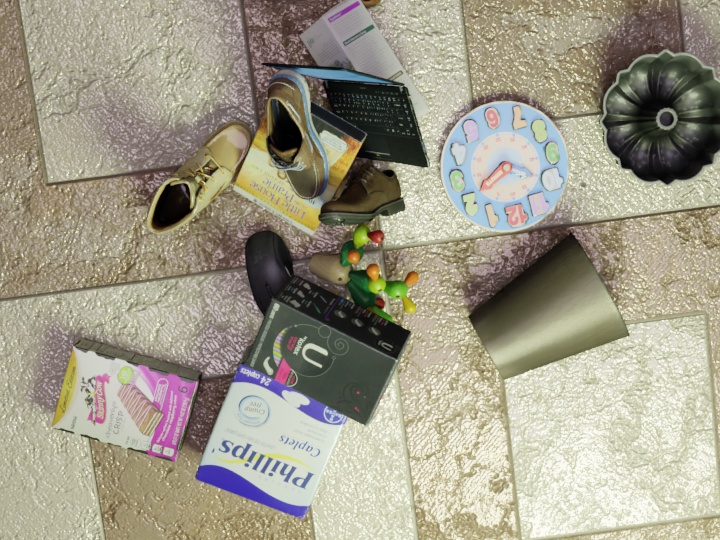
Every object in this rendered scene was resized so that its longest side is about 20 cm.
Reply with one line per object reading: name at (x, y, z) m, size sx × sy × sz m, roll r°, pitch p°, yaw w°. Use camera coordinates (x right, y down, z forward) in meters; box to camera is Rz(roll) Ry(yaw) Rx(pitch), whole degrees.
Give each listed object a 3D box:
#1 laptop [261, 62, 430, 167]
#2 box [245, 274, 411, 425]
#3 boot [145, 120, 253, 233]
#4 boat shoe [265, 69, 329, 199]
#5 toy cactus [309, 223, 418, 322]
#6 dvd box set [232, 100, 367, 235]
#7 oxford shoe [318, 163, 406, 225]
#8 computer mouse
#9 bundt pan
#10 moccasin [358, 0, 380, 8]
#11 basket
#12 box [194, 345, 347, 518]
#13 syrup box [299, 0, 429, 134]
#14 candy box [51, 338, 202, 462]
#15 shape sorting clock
laptop at (-0.019, -0.220, 1.544) m, size 0.103 × 0.177 × 0.201 m, roll -38°, pitch 124°, yaw -30°
box at (-0.046, 0.114, 1.591) m, size 0.199 × 0.106 × 0.123 m, roll 25°, pitch 114°, yaw 4°
boot at (-0.235, -0.137, 1.602) m, size 0.200 × 0.155 × 0.073 m, roll -45°, pitch 97°, yaw 4°
boat shoe at (-0.098, -0.175, 1.525) m, size 0.072 × 0.072 × 0.201 m, roll 2°, pitch 128°, yaw 23°
toy cactus at (0.000, 0.000, 1.649) m, size 0.164 × 0.200 × 0.102 m, roll 16°, pitch 58°, yaw 31°
dvd box set at (-0.093, -0.159, 1.608) m, size 0.146 × 0.029 × 0.200 m, roll 31°, pitch 132°, yaw -1°
oxford shoe at (-0.005, -0.111, 1.604) m, size 0.072 × 0.200 × 0.085 m, roll -3°, pitch 102°, yaw 29°
computer mouse at (-0.103, 0.034, 1.665) m, size 0.140 × 0.046 × 0.201 m, roll -10°, pitch 98°, yaw 18°
bundt pan at (0.453, -0.230, 1.654) m, size 0.201 × 0.076 × 0.203 m, roll 0°, pitch 98°, yaw -1°
moccasin at (-0.010, -0.488, 1.605) m, size 0.073 × 0.078 × 0.203 m, roll -5°, pitch 97°, yaw -1°
basket at (0.278, 0.071, 1.662) m, size 0.199 × 0.136 × 0.181 m, roll -30°, pitch 93°, yaw 6°
box at (-0.130, 0.247, 1.674) m, size 0.183 × 0.105 × 0.201 m, roll 21°, pitch 101°, yaw -4°
syrup box at (0.005, -0.293, 1.615) m, size 0.081 × 0.079 × 0.200 m, roll -36°, pitch 98°, yaw -31°
candy box at (-0.359, 0.200, 1.689) m, size 0.199 × 0.061 × 0.137 m, roll 16°, pitch 97°, yaw -3°
shape sorting clock at (0.221, -0.159, 1.674) m, size 0.199 × 0.039 × 0.201 m, roll 0°, pitch 97°, yaw -2°
